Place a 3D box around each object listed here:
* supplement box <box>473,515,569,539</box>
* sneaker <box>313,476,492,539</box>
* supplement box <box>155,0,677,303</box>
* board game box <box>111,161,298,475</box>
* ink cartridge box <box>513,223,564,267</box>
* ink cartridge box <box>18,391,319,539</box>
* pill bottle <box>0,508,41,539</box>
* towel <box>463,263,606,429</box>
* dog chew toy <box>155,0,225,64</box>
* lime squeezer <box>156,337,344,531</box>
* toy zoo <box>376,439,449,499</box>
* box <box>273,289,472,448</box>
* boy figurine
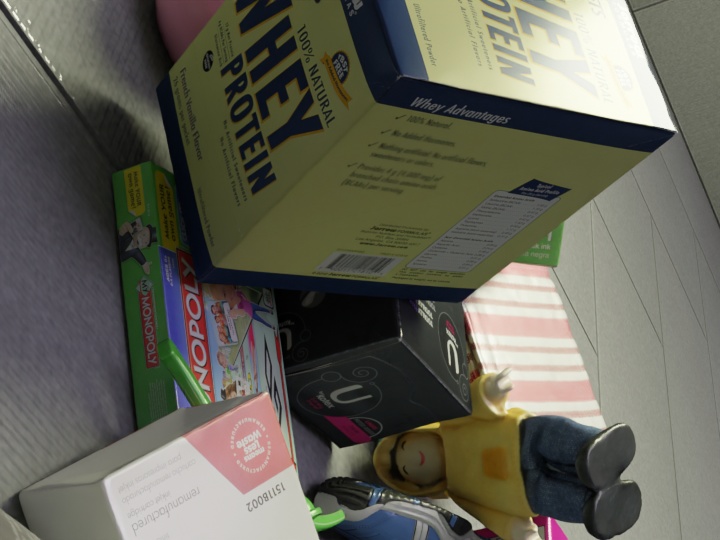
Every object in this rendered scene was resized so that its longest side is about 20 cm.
[{"bbox_3d":[0.116,0.294,1.047,0.101,0.103,0.200,55,28,-37],"label":"supplement box"},{"bbox_3d":[0.041,0.199,0.964,0.200,0.076,0.077,35,76,-36],"label":"sneaker"},{"bbox_3d":[0.026,-0.091,0.802,0.200,0.200,0.135,5,58,-37],"label":"supplement box"},{"bbox_3d":[-0.086,0.051,0.824,0.135,0.029,0.200,31,46,-61],"label":"board game box"},{"bbox_3d":[0.113,-0.118,1.080,0.146,0.084,0.200,-109,-153,-76],"label":"ink cartridge box"},{"bbox_3d":[-0.068,0.173,0.678,0.116,0.067,0.200,-26,99,-49],"label":"ink cartridge box"},{"bbox_3d":[-0.147,0.136,0.485,0.200,0.114,0.114,54,28,-42],"label":"pill bottle"},{"bbox_3d":[0.123,0.074,1.090,0.146,0.030,0.200,6,60,-48],"label":"towel"},{"bbox_3d":[-0.029,-0.182,0.906,0.125,0.200,0.125,50,31,-45],"label":"dog chew toy"},{"bbox_3d":[-0.053,0.120,0.783,0.200,0.038,0.071,51,-1,-44],"label":"lime squeezer"},{"bbox_3d":[0.073,0.086,1.115,0.200,0.020,0.131,-40,112,-41],"label":"toy zoo"},{"bbox_3d":[0.000,0.000,0.971,0.122,0.106,0.200,47,32,-49],"label":"box"},{"bbox_3d":[0.092,0.125,0.967,0.064,0.200,0.125,-18,106,-45],"label":"boy figurine"}]
